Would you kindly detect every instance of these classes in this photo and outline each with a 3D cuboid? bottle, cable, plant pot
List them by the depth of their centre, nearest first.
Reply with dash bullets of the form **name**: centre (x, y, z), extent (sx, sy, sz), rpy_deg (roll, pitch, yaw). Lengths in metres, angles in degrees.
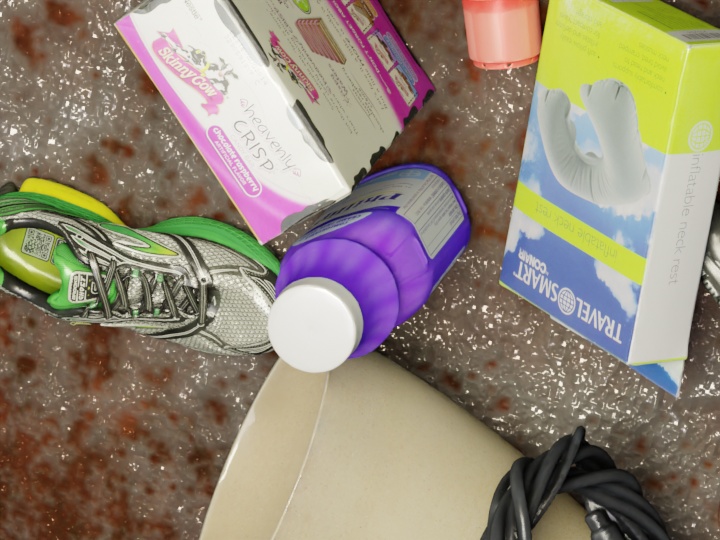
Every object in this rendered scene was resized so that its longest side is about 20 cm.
- **bottle**: centre (0.000, 0.000, 1.570), extent (0.083, 0.200, 0.065), rpy_deg (-22, 100, 21)
- **cable**: centre (0.118, 0.183, 1.572), extent (0.051, 0.163, 0.201), rpy_deg (-3, 78, 51)
- **plant pot**: centre (0.032, 0.151, 1.637), extent (0.200, 0.187, 0.188), rpy_deg (23, 113, -12)

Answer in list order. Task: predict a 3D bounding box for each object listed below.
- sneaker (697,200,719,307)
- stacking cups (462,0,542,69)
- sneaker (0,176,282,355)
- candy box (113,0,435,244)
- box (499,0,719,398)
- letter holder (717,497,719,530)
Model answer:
- **sneaker**: centre (0.258, 0.016, 1.588), extent (0.200, 0.076, 0.091), rpy_deg (37, 103, -7)
- **stacking cups**: centre (0.071, -0.207, 1.562), extent (0.060, 0.061, 0.201), rpy_deg (-5, 108, 16)
- **sneaker**: centre (-0.131, 0.010, 1.670), extent (0.199, 0.085, 0.078), rpy_deg (13, 111, 9)
- **candy box**: centre (-0.040, -0.110, 1.544), extent (0.061, 0.200, 0.137), rpy_deg (-30, 98, 21)
- **box**: centre (0.135, -0.044, 1.570), extent (0.122, 0.048, 0.201), rpy_deg (34, 122, 49)
- **letter holder**: centre (0.221, 0.183, 1.565), extent (0.142, 0.200, 0.101), rpy_deg (42, 107, 4)
